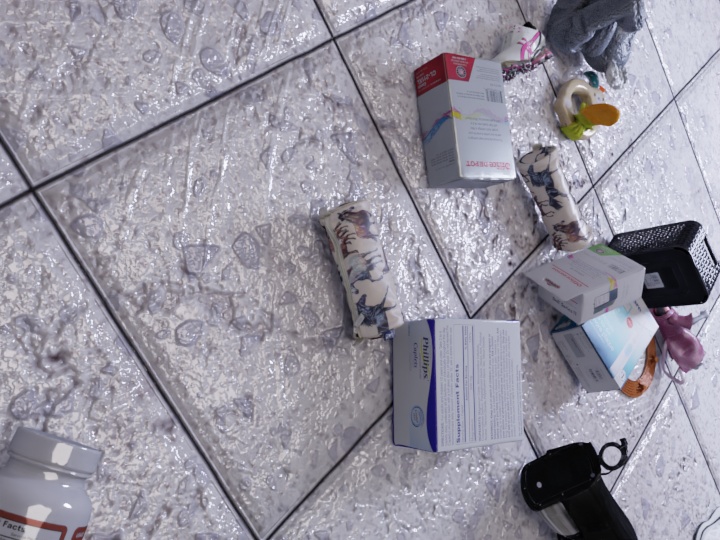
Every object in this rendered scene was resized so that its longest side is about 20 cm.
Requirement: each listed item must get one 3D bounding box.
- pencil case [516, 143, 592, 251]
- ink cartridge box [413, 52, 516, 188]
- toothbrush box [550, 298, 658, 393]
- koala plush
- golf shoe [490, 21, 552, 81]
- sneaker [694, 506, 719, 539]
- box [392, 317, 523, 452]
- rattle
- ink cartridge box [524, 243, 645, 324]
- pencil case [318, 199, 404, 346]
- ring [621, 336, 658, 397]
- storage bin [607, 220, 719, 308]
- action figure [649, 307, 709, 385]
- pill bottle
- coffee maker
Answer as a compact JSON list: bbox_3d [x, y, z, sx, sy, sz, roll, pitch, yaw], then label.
[{"bbox_3d":[0.369,-0.138,1.171,0.203,0.076,0.090,61,26,-14],"label":"pencil case"},{"bbox_3d":[0.177,-0.246,1.045,0.143,0.082,0.207,-5,87,-37],"label":"ink cartridge box"},{"bbox_3d":[0.483,0.117,1.218,0.199,0.085,0.148,-39,98,-35],"label":"toothbrush box"},{"bbox_3d":[0.501,-0.489,1.291,0.199,0.181,0.181,35,37,-43],"label":"koala plush"},{"bbox_3d":[0.288,-0.413,1.165,0.199,0.072,0.094,-35,98,-45],"label":"golf shoe"},{"bbox_3d":[0.853,0.619,1.420,0.198,0.114,0.078,-25,98,-36],"label":"sneaker"},{"bbox_3d":[0.151,0.172,0.955,0.196,0.104,0.190,5,81,-37],"label":"box"},{"bbox_3d":[0.499,-0.366,1.277,0.198,0.143,0.131,-36,86,-28],"label":"rattle"},{"bbox_3d":[0.410,0.028,1.141,0.195,0.117,0.069,-18,123,-21],"label":"ink cartridge box"},{"bbox_3d":[0.000,0.000,0.881,0.089,0.076,0.206,-24,99,-51],"label":"pencil case"},{"bbox_3d":[0.599,0.172,1.349,0.196,0.019,0.207,6,80,-36],"label":"ring"},{"bbox_3d":[0.607,-0.006,1.265,0.094,0.198,0.137,-43,108,-32],"label":"storage bin"},{"bbox_3d":[0.693,0.127,1.393,0.149,0.134,0.200,-44,113,-4],"label":"action figure"},{"bbox_3d":[-0.323,0.260,0.579,0.111,0.111,0.205,29,67,-30],"label":"pill bottle"},{"bbox_3d":[0.399,0.411,1.058,0.202,0.189,0.136,53,41,-20],"label":"coffee maker"}]
